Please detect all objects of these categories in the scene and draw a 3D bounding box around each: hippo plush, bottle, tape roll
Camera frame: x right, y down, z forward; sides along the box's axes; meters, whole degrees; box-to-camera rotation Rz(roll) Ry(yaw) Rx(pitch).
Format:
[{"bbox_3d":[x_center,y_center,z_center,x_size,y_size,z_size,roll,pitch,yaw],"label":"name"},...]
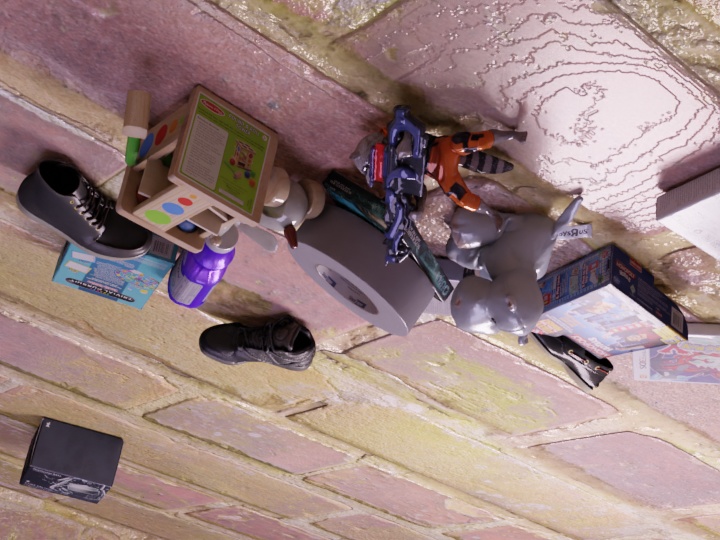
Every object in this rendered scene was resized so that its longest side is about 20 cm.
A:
[{"bbox_3d":[0.196,0.018,1.420,0.197,0.163,0.160,-2,151,22],"label":"hippo plush"},{"bbox_3d":[-0.225,-0.014,1.587,0.064,0.085,0.200,18,153,-16],"label":"bottle"},{"bbox_3d":[0.000,0.000,1.459,0.199,0.067,0.201,35,167,9],"label":"tape roll"}]

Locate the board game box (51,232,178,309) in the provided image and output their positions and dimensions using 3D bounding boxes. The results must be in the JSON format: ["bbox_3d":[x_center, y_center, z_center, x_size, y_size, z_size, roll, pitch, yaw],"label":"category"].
[{"bbox_3d":[-0.373,-0.016,1.674,0.149,0.048,0.200,19,152,-18],"label":"board game box"}]

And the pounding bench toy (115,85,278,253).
[{"bbox_3d":[-0.229,-0.130,1.317,0.199,0.126,0.155,29,148,-33],"label":"pounding bench toy"}]

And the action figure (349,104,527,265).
[{"bbox_3d":[0.079,-0.105,1.286,0.190,0.105,0.203,15,124,3],"label":"action figure"}]

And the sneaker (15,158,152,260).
[{"bbox_3d":[-0.368,-0.079,1.516,0.198,0.076,0.106,23,153,-23],"label":"sneaker"}]

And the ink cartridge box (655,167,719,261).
[{"bbox_3d":[0.484,-0.066,1.293,0.195,0.044,0.199,27,146,-28],"label":"ink cartridge box"}]

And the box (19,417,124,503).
[{"bbox_3d":[-0.682,0.451,2.606,0.197,0.126,0.197,18,150,-16],"label":"box"}]

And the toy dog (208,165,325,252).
[{"bbox_3d":[-0.128,-0.059,1.410,0.130,0.098,0.199,4,162,-26],"label":"toy dog"}]

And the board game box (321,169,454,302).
[{"bbox_3d":[0.038,-0.042,1.435,0.134,0.028,0.200,32,168,35],"label":"board game box"}]

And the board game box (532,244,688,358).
[{"bbox_3d":[0.325,0.054,1.557,0.198,0.063,0.199,-16,144,43],"label":"board game box"}]

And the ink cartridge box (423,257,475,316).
[{"bbox_3d":[0.124,0.026,1.595,0.196,0.043,0.120,4,153,6],"label":"ink cartridge box"}]

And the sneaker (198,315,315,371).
[{"bbox_3d":[-0.166,0.112,1.827,0.196,0.077,0.115,10,152,-8],"label":"sneaker"}]

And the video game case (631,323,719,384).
[{"bbox_3d":[0.514,0.129,1.683,0.196,0.023,0.183,1,152,16],"label":"video game case"}]

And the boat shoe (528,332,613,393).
[{"bbox_3d":[0.307,0.109,1.676,0.063,0.074,0.201,-43,119,14],"label":"boat shoe"}]
